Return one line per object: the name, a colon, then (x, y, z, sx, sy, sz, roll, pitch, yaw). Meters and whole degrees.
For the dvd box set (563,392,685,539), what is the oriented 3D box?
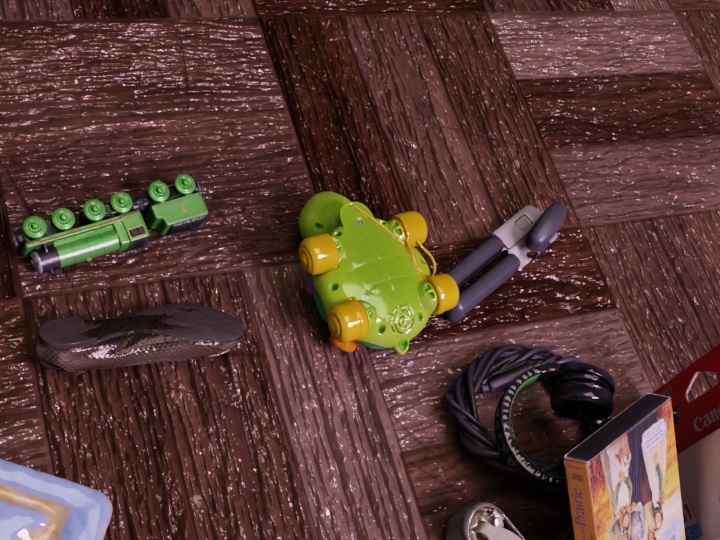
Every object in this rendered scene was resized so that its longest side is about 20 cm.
dvd box set: (0.252, 0.236, 0.958, 0.145, 0.029, 0.203, -23, 110, -40)

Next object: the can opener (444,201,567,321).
can opener: (0.158, -0.020, 1.144, 0.053, 0.067, 0.199, 47, 55, 10)

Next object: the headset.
headset: (0.227, 0.157, 1.027, 0.197, 0.094, 0.125, -6, 64, -13)

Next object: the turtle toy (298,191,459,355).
turtle toy: (0.000, 0.000, 1.048, 0.144, 0.101, 0.202, -14, 67, -27)

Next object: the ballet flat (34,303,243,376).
ballet flat: (-0.205, 0.069, 0.966, 0.198, 0.047, 0.067, -5, 32, -30)

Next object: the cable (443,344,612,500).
cable: (0.181, 0.147, 1.065, 0.197, 0.051, 0.165, 19, 56, -10)

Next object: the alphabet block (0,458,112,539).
alphabet block: (-0.304, 0.246, 0.723, 0.194, 0.200, 0.197, 22, 55, -8)

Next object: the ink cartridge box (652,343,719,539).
ink cartridge box: (0.351, 0.175, 1.025, 0.044, 0.201, 0.178, -5, 63, -22)

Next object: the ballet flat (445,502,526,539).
ballet flat: (0.162, 0.299, 0.961, 0.200, 0.064, 0.067, 44, 55, 7)

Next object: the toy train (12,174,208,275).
toy train: (-0.243, -0.045, 1.017, 0.198, 0.042, 0.057, -21, 81, -30)
